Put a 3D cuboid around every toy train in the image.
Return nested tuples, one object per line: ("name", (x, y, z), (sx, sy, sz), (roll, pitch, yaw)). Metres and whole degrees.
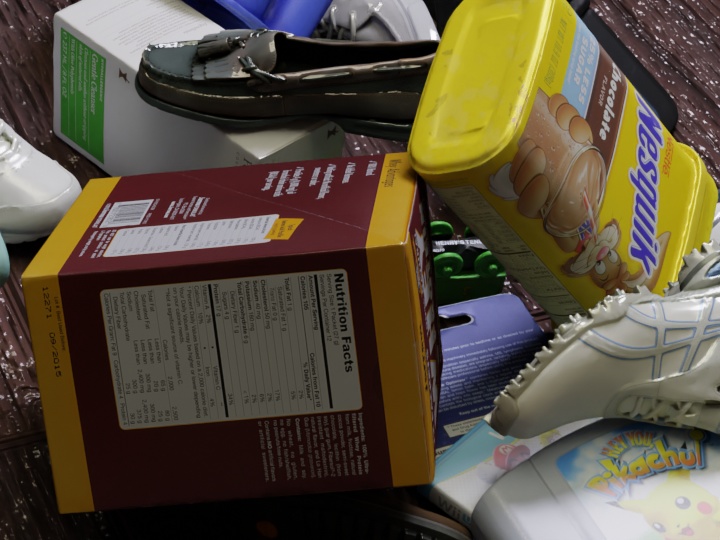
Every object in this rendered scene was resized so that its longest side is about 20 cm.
("toy train", (0.000, 0.000, 1.356), (0.199, 0.056, 0.042), (-3, 47, -12))

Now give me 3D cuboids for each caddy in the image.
("caddy", (-0.110, -0.213, 1.495), (0.200, 0.141, 0.105), (33, 88, 34))

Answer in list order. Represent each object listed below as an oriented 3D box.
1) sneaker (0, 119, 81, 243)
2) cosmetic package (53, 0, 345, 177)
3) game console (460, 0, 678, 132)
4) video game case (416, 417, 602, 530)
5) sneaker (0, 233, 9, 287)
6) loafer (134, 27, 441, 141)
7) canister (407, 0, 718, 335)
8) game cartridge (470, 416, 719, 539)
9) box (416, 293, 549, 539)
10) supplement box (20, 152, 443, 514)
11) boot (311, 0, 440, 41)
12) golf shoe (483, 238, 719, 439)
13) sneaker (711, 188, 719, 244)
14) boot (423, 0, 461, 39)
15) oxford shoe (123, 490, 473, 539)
("sneaker", (-0.266, -0.089, 1.383), (0.200, 0.100, 0.078), (25, 44, 19))
("cosmetic package", (-0.109, -0.098, 1.415), (0.085, 0.108, 0.200), (-30, 52, -35))
("game console", (0.149, -0.146, 1.453), (0.116, 0.176, 0.200), (23, 43, 17))
("video game case", (0.152, 0.138, 1.207), (0.200, 0.018, 0.143), (34, 49, 24))
("sneaker", (-0.323, -0.013, 1.315), (0.200, 0.078, 0.140), (25, 45, 32))
("loafer", (-0.040, -0.129, 1.331), (0.199, 0.063, 0.072), (6, 41, -2))
("canister", (0.120, -0.057, 1.245), (0.086, 0.200, 0.149), (-7, 52, 37))
("game cartridge", (0.169, 0.135, 1.169), (0.200, 0.041, 0.133), (-19, 49, -21))
("box", (0.083, 0.098, 1.273), (0.121, 0.032, 0.200), (-12, 47, -21))
("supplement box", (-0.061, 0.028, 1.177), (0.199, 0.133, 0.197), (-5, 17, 5))
("boot", (-0.011, -0.175, 1.555), (0.095, 0.074, 0.200), (-14, 37, -15))
("golf shoe", (0.167, 0.056, 1.173), (0.200, 0.078, 0.097), (-27, 73, -17))
("sneaker", (0.197, -0.016, 1.389), (0.079, 0.079, 0.200), (39, 51, 24))
("boot", (0.088, -0.222, 1.561), (0.077, 0.139, 0.200), (0, 41, -10))
("oxford shoe", (-0.024, 0.127, 1.196), (0.199, 0.073, 0.084), (15, 40, 9))
